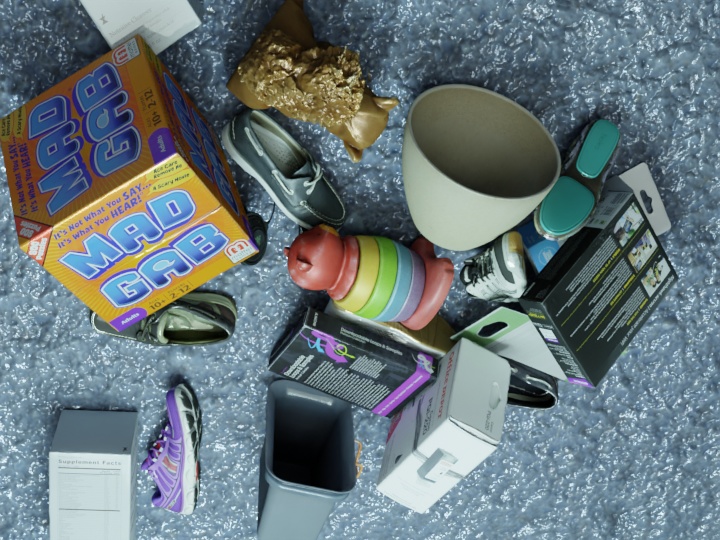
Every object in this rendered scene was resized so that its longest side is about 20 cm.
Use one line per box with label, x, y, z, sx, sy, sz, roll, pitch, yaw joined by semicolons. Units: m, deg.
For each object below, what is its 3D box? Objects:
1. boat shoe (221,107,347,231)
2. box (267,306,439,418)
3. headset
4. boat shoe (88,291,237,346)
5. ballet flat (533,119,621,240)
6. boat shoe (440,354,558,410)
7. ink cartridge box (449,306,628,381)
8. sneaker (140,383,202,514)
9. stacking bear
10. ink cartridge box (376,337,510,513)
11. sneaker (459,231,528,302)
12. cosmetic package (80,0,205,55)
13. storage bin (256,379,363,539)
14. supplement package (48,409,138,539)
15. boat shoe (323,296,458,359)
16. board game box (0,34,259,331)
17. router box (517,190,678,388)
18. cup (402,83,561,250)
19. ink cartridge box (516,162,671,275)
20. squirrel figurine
boat shoe;-0.086;-0.123;1.335;0.199;0.076;0.060;38;141;-21
box;-0.012;0.128;1.440;0.197;0.037;0.143;22;143;-16
headset;-0.155;-0.038;1.351;0.198;0.123;0.095;-27;120;-21
boat shoe;-0.261;0.065;1.404;0.196;0.066;0.073;2;113;-8
ballet flat;0.273;-0.104;1.356;0.072;0.072;0.202;46;61;-22
boat shoe;0.190;0.150;1.495;0.196;0.063;0.074;16;111;-12
ink cartridge box;0.240;0.083;1.433;0.197;0.049;0.145;22;152;-17
sneaker;-0.264;0.254;1.479;0.082;0.081;0.204;5;113;-2
stacking bear;0.000;0.000;1.357;0.197;0.122;0.115;16;107;-24
ink cartridge box;0.111;0.210;1.427;0.084;0.147;0.200;29;134;-12
sneaker;0.171;0.006;1.374;0.086;0.200;0.077;-4;74;6
cosmetic package;-0.276;-0.349;1.221;0.112;0.081;0.201;-31;114;9
storage bin;-0.077;0.272;1.454;0.143;0.201;0.136;13;122;-12
supplement package;-0.366;0.308;1.469;0.111;0.110;0.204;4;113;-8
boat shoe;0.040;0.081;1.452;0.197;0.072;0.070;22;130;-15
board game box;-0.266;-0.096;1.226;0.198;0.202;0.200;-29;144;6
router box;0.303;0.023;1.338;0.200;0.051;0.150;-46;117;-20
cup;0.132;-0.110;1.327;0.196;0.203;0.144;10;135;-11
ink cartridge box;0.324;-0.044;1.428;0.198;0.067;0.117;-29;114;5
squirrel figurine;-0.050;-0.208;1.243;0.186;0.200;0.142;38;100;-10
